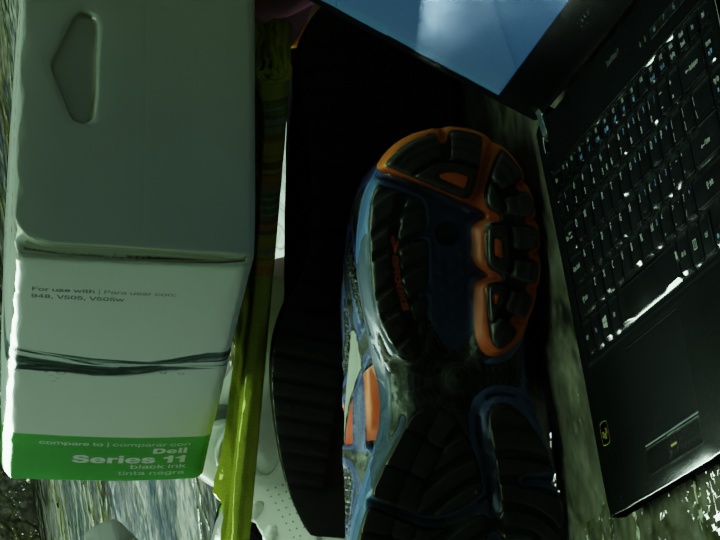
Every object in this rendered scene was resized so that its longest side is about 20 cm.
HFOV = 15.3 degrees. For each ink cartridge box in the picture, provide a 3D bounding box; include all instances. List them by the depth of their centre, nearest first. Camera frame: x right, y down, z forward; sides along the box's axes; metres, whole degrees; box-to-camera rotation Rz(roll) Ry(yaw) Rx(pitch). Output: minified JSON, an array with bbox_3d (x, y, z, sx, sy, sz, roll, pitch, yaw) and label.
[{"bbox_3d":[-0.088,-0.025,0.983,0.200,0.083,0.147,108,163,-64],"label":"ink cartridge box"}]

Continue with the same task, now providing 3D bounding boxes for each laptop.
[{"bbox_3d":[0.034,-0.035,0.747,0.177,0.103,0.200,125,136,-73],"label":"laptop"}]

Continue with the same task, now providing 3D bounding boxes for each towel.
[{"bbox_3d":[-0.042,0.011,1.001,0.086,0.018,0.200,-91,6,-70],"label":"towel"}]

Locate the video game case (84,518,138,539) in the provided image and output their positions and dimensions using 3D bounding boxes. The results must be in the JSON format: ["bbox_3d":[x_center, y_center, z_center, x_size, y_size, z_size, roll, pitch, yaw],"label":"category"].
[{"bbox_3d":[-0.060,0.238,1.300,0.200,0.023,0.182,51,-166,-45],"label":"video game case"}]

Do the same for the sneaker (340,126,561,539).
[{"bbox_3d":[0.026,0.048,0.924,0.078,0.075,0.200,-144,57,-76],"label":"sneaker"}]

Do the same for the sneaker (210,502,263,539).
[{"bbox_3d":[-0.044,0.110,1.267,0.200,0.072,0.083,109,153,-64],"label":"sneaker"}]

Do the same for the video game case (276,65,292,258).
[{"bbox_3d":[-0.080,-0.081,1.232,0.200,0.017,0.143,48,148,23],"label":"video game case"}]

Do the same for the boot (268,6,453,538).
[{"bbox_3d":[0.000,0.000,1.028,0.138,0.077,0.200,165,111,-82],"label":"boot"}]

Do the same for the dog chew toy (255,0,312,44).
[{"bbox_3d":[-0.067,-0.128,1.064,0.200,0.124,0.125,121,142,-52],"label":"dog chew toy"}]

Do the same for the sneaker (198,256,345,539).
[{"bbox_3d":[-0.027,0.086,1.107,0.078,0.099,0.200,-159,62,-76],"label":"sneaker"}]

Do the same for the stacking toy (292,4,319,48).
[{"bbox_3d":[-0.065,-0.182,1.167,0.110,0.116,0.200,103,146,-65],"label":"stacking toy"}]
